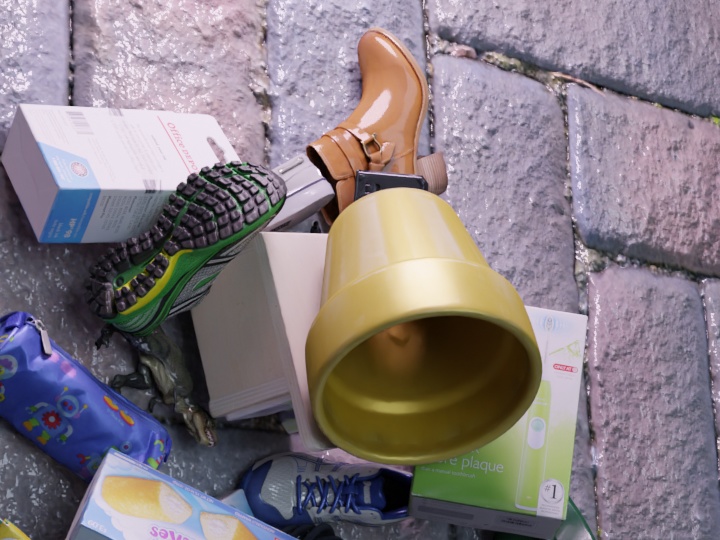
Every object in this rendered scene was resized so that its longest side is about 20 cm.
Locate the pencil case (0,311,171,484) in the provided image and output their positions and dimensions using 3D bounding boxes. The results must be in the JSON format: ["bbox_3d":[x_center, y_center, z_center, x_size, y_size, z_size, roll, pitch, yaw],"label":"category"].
[{"bbox_3d":[-0.249,0.116,1.227,0.200,0.087,0.078,44,22,-20],"label":"pencil case"}]

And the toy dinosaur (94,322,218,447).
[{"bbox_3d":[-0.197,0.077,1.306,0.088,0.047,0.202,-17,83,-42],"label":"toy dinosaur"}]

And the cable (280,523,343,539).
[{"bbox_3d":[-0.031,0.331,1.305,0.200,0.051,0.164,47,48,-12],"label":"cable"}]

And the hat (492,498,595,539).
[{"bbox_3d":[0.150,0.321,1.511,0.166,0.176,0.200,46,16,-19],"label":"hat"}]

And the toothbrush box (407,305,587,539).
[{"bbox_3d":[0.130,0.138,1.357,0.144,0.086,0.202,10,66,3],"label":"toothbrush box"}]

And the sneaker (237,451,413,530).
[{"bbox_3d":[-0.020,0.208,1.371,0.198,0.088,0.076,4,77,-35],"label":"sneaker"}]

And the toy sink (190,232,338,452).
[{"bbox_3d":[-0.073,0.076,1.334,0.130,0.111,0.202,-2,74,-57],"label":"toy sink"}]

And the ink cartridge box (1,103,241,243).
[{"bbox_3d":[-0.208,-0.086,1.294,0.198,0.067,0.116,-1,44,-37],"label":"ink cartridge box"}]

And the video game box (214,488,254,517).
[{"bbox_3d":[-0.149,0.322,1.269,0.199,0.047,0.184,-27,97,-39],"label":"video game box"}]

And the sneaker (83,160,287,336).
[{"bbox_3d":[-0.147,-0.020,1.259,0.199,0.085,0.078,-36,61,0],"label":"sneaker"}]

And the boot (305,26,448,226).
[{"bbox_3d":[0.002,-0.149,1.500,0.154,0.073,0.202,-20,87,-34],"label":"boot"}]

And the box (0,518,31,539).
[{"bbox_3d":[-0.270,0.293,1.154,0.200,0.048,0.118,45,76,-12],"label":"box"}]

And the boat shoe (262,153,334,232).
[{"bbox_3d":[-0.113,-0.062,1.391,0.199,0.072,0.066,-29,80,-33],"label":"boat shoe"}]

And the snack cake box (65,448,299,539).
[{"bbox_3d":[-0.142,0.242,1.176,0.199,0.068,0.115,28,22,-9],"label":"snack cake box"}]

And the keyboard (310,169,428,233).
[{"bbox_3d":[0.000,0.000,1.441,0.125,0.021,0.203,5,89,-4],"label":"keyboard"}]

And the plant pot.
[{"bbox_3d":[0.044,0.037,1.266,0.199,0.201,0.190,23,35,-30],"label":"plant pot"}]
